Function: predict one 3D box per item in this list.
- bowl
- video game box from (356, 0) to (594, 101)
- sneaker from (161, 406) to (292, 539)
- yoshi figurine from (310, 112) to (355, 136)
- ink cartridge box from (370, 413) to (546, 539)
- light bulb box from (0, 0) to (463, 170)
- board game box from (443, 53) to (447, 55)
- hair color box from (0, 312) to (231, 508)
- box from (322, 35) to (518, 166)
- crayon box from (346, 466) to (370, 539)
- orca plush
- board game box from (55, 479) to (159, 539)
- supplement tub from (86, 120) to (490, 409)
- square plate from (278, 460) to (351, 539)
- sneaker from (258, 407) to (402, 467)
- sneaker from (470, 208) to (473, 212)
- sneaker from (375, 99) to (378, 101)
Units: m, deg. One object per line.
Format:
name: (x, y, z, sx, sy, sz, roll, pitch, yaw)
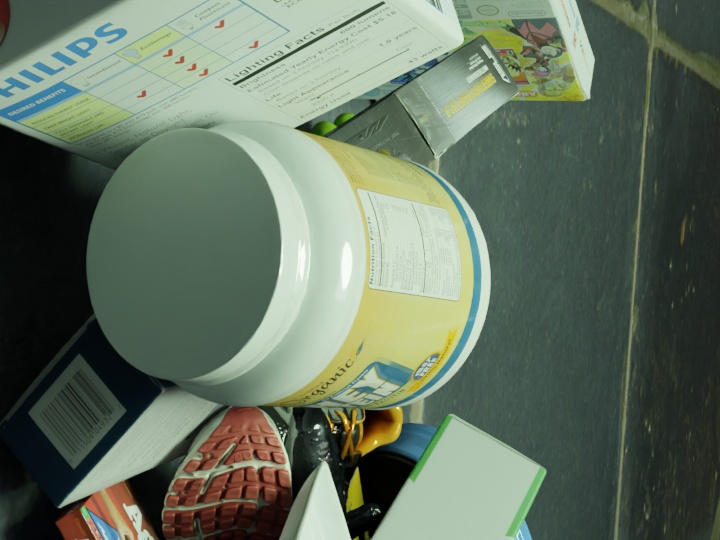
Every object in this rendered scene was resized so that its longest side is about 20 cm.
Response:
bowl: (0.053, 0.218, 1.269, 0.039, 0.200, 0.202, -23, 117, -37)
video game box: (0.055, -0.190, 1.182, 0.183, 0.198, 0.047, 61, 39, -53)
sneaker: (-0.090, 0.151, 1.027, 0.083, 0.077, 0.201, -95, -164, -45)
yoshi figurine: (0.007, -0.015, 1.223, 0.112, 0.111, 0.201, -50, 136, -44)
ink cartridge box: (0.039, 0.223, 1.131, 0.146, 0.084, 0.201, -54, 169, -49)
light bulb box: (-0.085, -0.151, 0.813, 0.200, 0.197, 0.126, 22, 47, -62)
board game box: (-0.041, -0.201, 1.012, 0.200, 0.150, 0.037, 58, 36, -55)
hair color box: (-0.111, 0.063, 0.953, 0.100, 0.061, 0.200, -46, 167, 21)
box: (-0.009, -0.068, 1.061, 0.049, 0.199, 0.158, 56, 30, -5)
crayon box: (-0.049, 0.250, 1.202, 0.200, 0.050, 0.128, -52, 140, -52)
orca plush: (-0.021, 0.142, 1.054, 0.105, 0.070, 0.201, -110, -156, -55)
board game box: (-0.110, 0.214, 0.942, 0.201, 0.019, 0.103, 63, 5, -6)
supplement tub: (-0.034, 0.000, 0.871, 0.199, 0.144, 0.146, 9, 86, -57)
square plate: (-0.033, 0.250, 0.953, 0.200, 0.028, 0.199, -67, 149, -53)
sneaker: (-0.037, 0.115, 1.174, 0.200, 0.077, 0.079, -23, 118, -61)
sneaker: (0.000, 0.000, 1.128, 0.074, 0.200, 0.118, 62, 18, 2)
sneaker: (0.059, -0.211, 1.314, 0.071, 0.098, 0.202, -36, 127, -63)
